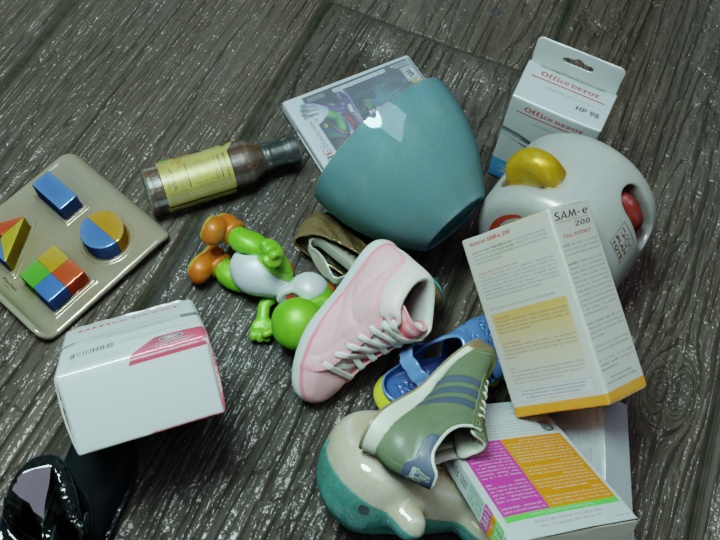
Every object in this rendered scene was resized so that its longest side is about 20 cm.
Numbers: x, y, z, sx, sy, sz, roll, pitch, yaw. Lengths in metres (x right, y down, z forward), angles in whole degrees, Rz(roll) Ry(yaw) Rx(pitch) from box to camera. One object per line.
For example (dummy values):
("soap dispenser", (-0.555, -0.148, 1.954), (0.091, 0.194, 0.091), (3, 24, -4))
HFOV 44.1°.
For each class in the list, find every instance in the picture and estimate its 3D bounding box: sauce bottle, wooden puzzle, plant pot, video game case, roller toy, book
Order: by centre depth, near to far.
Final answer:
("book", (0.159, 0.201, 0.884), (0.133, 0.048, 0.200), (0, 28, -20))
("plant pot", (0.065, -0.102, 1.030), (0.200, 0.200, 0.135), (-38, 79, -22))
("roller toy", (0.236, -0.053, 1.033), (0.182, 0.200, 0.140), (36, 64, 9))
("wooden puzzle", (-0.362, -0.041, 1.063), (0.185, 0.046, 0.200), (38, 64, 17))
("sauce bottle", (-0.173, -0.125, 1.118), (0.199, 0.065, 0.065), (-18, 63, -16))
("video game case", (0.023, -0.191, 1.192), (0.199, 0.023, 0.182), (-24, 65, -17))

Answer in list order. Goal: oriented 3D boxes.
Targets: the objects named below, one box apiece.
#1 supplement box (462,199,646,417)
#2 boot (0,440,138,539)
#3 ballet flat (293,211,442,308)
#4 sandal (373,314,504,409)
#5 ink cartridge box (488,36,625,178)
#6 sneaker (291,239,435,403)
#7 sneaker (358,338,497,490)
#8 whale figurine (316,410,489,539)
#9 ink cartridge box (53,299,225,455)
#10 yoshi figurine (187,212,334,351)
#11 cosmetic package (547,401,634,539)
("supplement box", (0.198, 0.041, 0.921), (0.073, 0.126, 0.201), (-14, 87, -39))
("boot", (-0.275, 0.208, 0.856), (0.076, 0.168, 0.201), (8, 59, 1))
("ballet flat", (0.000, 0.000, 1.050), (0.200, 0.068, 0.072), (36, 49, 18))
("sandal", (0.110, 0.098, 0.996), (0.200, 0.087, 0.080), (-28, 64, -21))
("ink cartridge box", (0.237, -0.180, 1.099), (0.115, 0.200, 0.067), (25, 62, 10))
("sneaker", (0.007, 0.070, 0.957), (0.105, 0.075, 0.201), (32, 90, 44))
("sneaker", (0.093, 0.147, 0.880), (0.090, 0.067, 0.200), (36, 43, 26))
("whale figurine", (0.045, 0.232, 0.915), (0.200, 0.104, 0.159), (29, 21, -10))
("ink cartridge box", (-0.225, 0.100, 0.904), (0.145, 0.200, 0.085), (-15, 103, -13))
("yoshi figurine", (-0.106, 0.023, 1.018), (0.200, 0.112, 0.112), (30, 78, 10))
("cosmetic package", (0.237, 0.235, 0.924), (0.051, 0.082, 0.201), (27, 55, -31))
